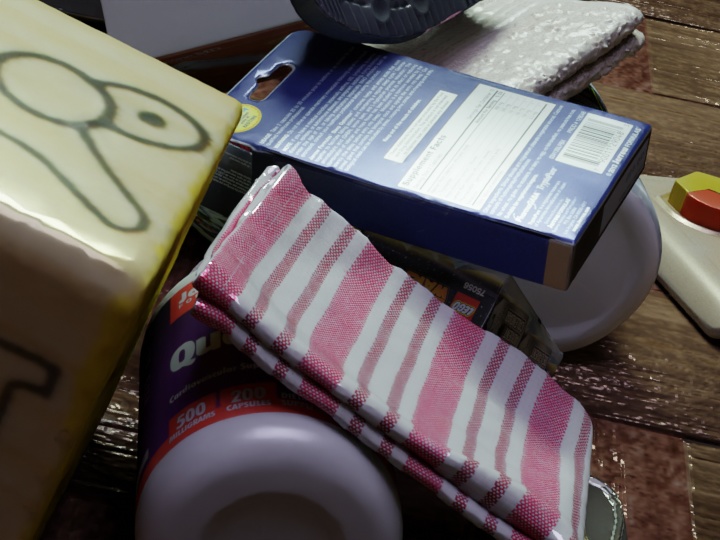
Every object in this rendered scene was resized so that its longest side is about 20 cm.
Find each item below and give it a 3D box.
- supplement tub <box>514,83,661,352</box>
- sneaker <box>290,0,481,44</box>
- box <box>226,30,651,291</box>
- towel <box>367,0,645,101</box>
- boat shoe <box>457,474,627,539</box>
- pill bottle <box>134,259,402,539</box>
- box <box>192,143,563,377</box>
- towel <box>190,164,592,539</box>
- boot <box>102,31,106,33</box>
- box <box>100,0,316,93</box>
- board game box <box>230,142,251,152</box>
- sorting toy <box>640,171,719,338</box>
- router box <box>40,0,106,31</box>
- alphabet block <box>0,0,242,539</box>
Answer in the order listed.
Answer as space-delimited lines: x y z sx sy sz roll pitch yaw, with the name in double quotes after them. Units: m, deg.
0.098 -0.051 1.140 0.121 0.123 0.200 7 28 -9 "supplement tub"
0.008 -0.153 1.064 0.082 0.071 0.199 -17 2 36 "sneaker"
0.031 -0.060 0.963 0.199 0.033 0.121 19 38 17 "box"
0.059 -0.114 1.101 0.132 0.035 0.200 15 37 36 "towel"
0.073 0.136 0.849 0.072 0.061 0.202 22 29 19 "boat shoe"
-0.044 0.067 0.874 0.111 0.113 0.200 7 28 -10 "pill bottle"
0.000 0.000 1.015 0.199 0.040 0.137 25 -10 24 "box"
0.022 0.039 0.841 0.199 0.030 0.146 36 21 -5 "towel"
-0.210 -0.112 1.187 0.143 0.071 0.201 -2 18 -13 "boot"
-0.068 -0.172 1.164 0.123 0.098 0.200 -13 -2 13 "box"
-0.056 -0.077 1.170 0.119 0.033 0.200 13 10 -7 "board game box"
0.271 -0.016 1.237 0.198 0.037 0.185 -1 30 -22 "sorting toy"
-0.226 -0.194 1.289 0.198 0.052 0.149 10 2 0 "router box"
-0.188 -0.003 0.817 0.199 0.197 0.196 27 29 -3 "alphabet block"
